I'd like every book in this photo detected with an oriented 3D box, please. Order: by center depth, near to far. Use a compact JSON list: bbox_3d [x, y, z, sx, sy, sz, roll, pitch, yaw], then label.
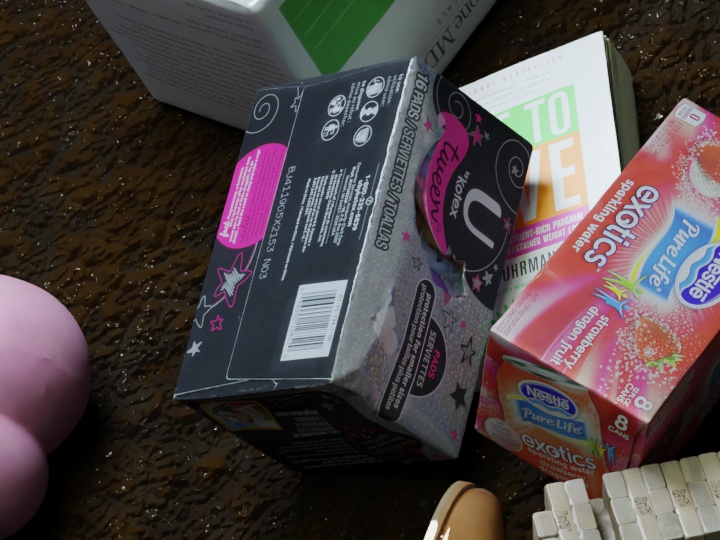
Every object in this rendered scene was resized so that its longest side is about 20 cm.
[{"bbox_3d":[0.099,-0.030,1.681,0.133,0.048,0.201,-19,50,19],"label":"book"}]

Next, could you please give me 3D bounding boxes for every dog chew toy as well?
[{"bbox_3d":[-0.234,0.105,1.704,0.124,0.125,0.201,2,65,29],"label":"dog chew toy"}]

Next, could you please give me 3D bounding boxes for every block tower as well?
[{"bbox_3d":[0.186,0.127,1.454,0.199,0.058,0.054,-10,44,-5],"label":"block tower"}]

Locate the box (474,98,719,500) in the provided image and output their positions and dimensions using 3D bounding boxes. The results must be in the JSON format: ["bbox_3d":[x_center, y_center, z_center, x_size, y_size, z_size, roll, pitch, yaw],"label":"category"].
[{"bbox_3d":[0.156,0.018,1.526,0.099,0.096,0.200,31,57,18],"label":"box"}]

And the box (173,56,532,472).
[{"bbox_3d":[0.000,0.000,1.625,0.132,0.115,0.201,-8,60,43],"label":"box"}]

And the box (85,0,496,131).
[{"bbox_3d":[-0.044,-0.204,1.800,0.200,0.171,0.199,23,68,38],"label":"box"}]

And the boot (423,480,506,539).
[{"bbox_3d":[0.107,0.192,1.477,0.155,0.077,0.201,-10,49,20],"label":"boot"}]
